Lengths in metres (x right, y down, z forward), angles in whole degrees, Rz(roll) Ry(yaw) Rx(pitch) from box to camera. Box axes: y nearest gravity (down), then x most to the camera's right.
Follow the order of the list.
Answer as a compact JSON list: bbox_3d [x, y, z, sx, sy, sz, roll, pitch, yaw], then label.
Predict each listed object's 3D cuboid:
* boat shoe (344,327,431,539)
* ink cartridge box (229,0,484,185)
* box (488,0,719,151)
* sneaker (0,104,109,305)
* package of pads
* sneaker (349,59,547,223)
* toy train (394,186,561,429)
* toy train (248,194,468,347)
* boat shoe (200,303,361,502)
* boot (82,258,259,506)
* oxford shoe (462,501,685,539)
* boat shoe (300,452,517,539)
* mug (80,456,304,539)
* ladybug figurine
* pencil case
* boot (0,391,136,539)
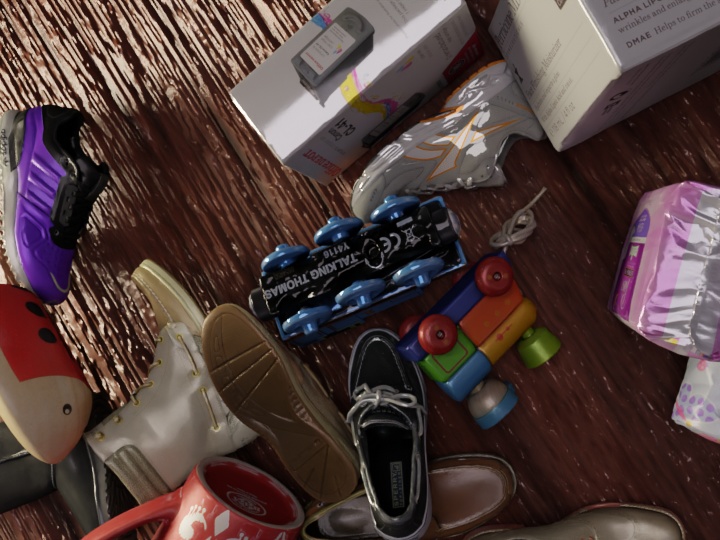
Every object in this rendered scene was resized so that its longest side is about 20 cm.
[{"bbox_3d":[0.021,0.130,0.825,0.073,0.068,0.201,-6,56,8],"label":"boat shoe"},{"bbox_3d":[0.003,-0.176,0.841,0.200,0.148,0.086,-41,79,9],"label":"ink cartridge box"},{"bbox_3d":[0.227,-0.216,0.748,0.199,0.199,0.131,-27,82,-5],"label":"box"},{"bbox_3d":[-0.294,-0.069,0.939,0.099,0.070,0.202,-9,86,9],"label":"sneaker"},{"bbox_3d":[0.251,-0.003,0.753,0.075,0.200,0.121,17,94,7],"label":"package of pads"},{"bbox_3d":[0.081,-0.096,0.860,0.200,0.076,0.092,-39,85,9],"label":"sneaker"},{"bbox_3d":[0.136,0.035,0.846,0.200,0.085,0.116,-44,96,-10],"label":"toy train"},{"bbox_3d":[0.000,0.000,0.850,0.199,0.114,0.087,-24,75,10],"label":"toy train"},{"bbox_3d":[-0.069,0.113,0.855,0.071,0.065,0.201,-33,94,20],"label":"boat shoe"},{"bbox_3d":[-0.195,0.105,0.888,0.154,0.072,0.201,-34,85,-12],"label":"boot"},{"bbox_3d":[0.180,0.247,0.820,0.198,0.074,0.071,-15,85,11],"label":"oxford shoe"},{"bbox_3d":[0.043,0.215,0.854,0.199,0.068,0.073,-18,84,11],"label":"boat shoe"},{"bbox_3d":[-0.155,0.273,0.832,0.133,0.177,0.201,39,103,46],"label":"mug"},{"bbox_3d":[-0.304,0.083,0.874,0.072,0.136,0.200,-32,62,-12],"label":"ladybug figurine"},{"bbox_3d":[0.328,0.049,0.794,0.090,0.083,0.202,18,91,-9],"label":"pencil case"},{"bbox_3d":[-0.328,0.223,0.931,0.198,0.066,0.166,-17,72,5],"label":"boot"}]
